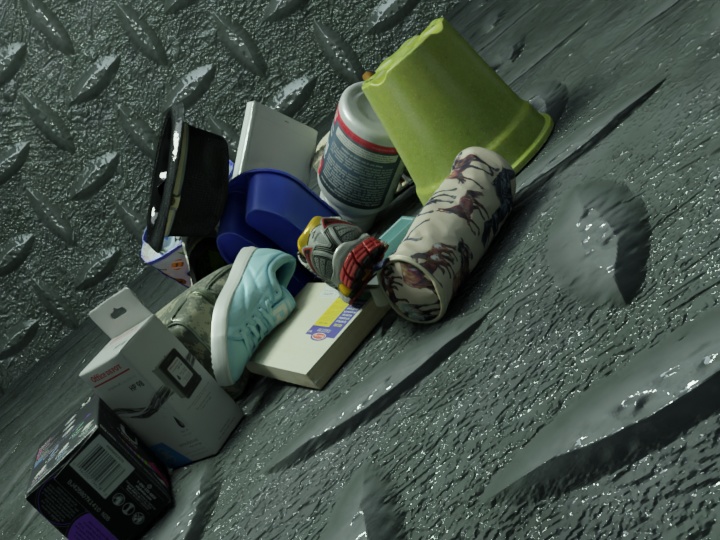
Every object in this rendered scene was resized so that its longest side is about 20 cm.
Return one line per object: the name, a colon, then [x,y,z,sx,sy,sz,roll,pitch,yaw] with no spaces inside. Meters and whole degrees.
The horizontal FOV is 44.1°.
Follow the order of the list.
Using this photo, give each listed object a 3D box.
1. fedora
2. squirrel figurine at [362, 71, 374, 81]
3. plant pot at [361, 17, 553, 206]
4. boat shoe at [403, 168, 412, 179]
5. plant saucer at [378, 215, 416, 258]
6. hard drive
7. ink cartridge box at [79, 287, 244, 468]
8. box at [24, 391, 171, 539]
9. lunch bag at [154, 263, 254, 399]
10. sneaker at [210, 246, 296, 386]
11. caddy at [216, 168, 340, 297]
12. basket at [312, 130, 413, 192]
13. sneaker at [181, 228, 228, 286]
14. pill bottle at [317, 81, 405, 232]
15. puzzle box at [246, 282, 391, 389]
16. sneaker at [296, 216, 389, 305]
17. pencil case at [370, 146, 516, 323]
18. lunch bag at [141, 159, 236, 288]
fedora: [-0.229,-0.120,1.201,0.200,0.090,0.205,-171,90,-69]
squirrel figurine: [0.126,-0.317,1.578,0.184,0.143,0.200,-30,28,-1]
plant pot: [0.104,-0.194,1.090,0.199,0.185,0.201,-37,15,12]
boat shoe: [0.132,-0.194,1.245,0.199,0.075,0.062,-37,2,36]
plant saucer: [0.000,0.000,1.135,0.199,0.019,0.070,-43,14,-7]
hard drive: [-0.134,-0.134,1.340,0.026,0.130,0.205,0,76,46]
ink cartridge box: [-0.242,0.128,1.021,0.115,0.201,0.067,-26,20,45]
box: [-0.299,0.231,1.024,0.106,0.123,0.200,-43,14,-9]
lunch bag: [-0.207,0.087,1.170,0.199,0.139,0.169,-31,22,38]
sneaker: [-0.121,0.047,1.052,0.080,0.075,0.203,-1,50,13]
caddy: [-0.107,-0.054,1.241,0.140,0.199,0.106,-33,33,32]
basket: [0.009,-0.185,1.432,0.123,0.136,0.201,-41,14,16]
sneaker: [-0.207,0.028,1.280,0.072,0.204,0.087,-17,26,-14]
pill bottle: [0.003,-0.150,1.252,0.120,0.118,0.202,-54,-9,-45]
puzzle box: [-0.054,0.070,1.014,0.133,0.026,0.199,-47,20,-20]
sneaker: [-0.020,-0.020,0.916,0.079,0.081,0.200,-55,-4,-5]
pencil case: [0.087,-0.040,0.887,0.088,0.079,0.201,5,43,36]
lunch bag: [-0.232,-0.066,1.390,0.123,0.170,0.202,33,87,35]
